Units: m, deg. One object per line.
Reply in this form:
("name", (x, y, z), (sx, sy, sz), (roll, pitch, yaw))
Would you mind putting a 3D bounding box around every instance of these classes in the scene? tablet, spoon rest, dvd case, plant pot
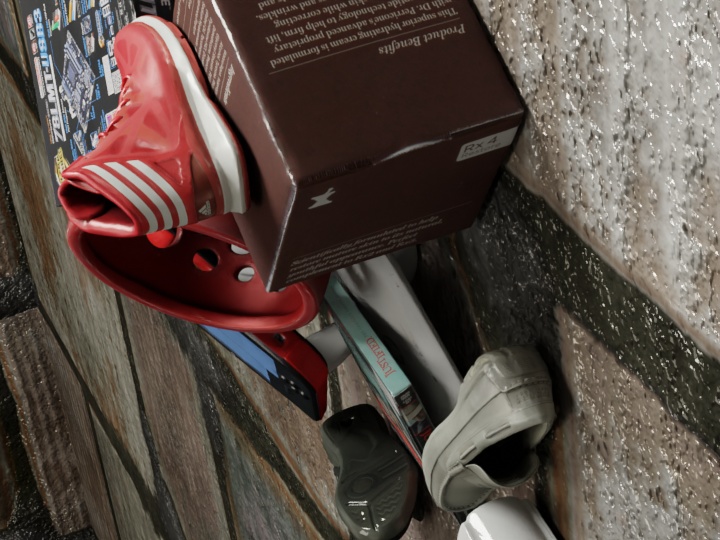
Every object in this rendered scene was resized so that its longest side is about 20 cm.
("tablet", (0.038, 0.060, 1.409), (0.201, 0.014, 0.130), (61, 163, -14))
("spoon rest", (0.000, 0.000, 1.496), (0.099, 0.060, 0.201), (46, 142, 22))
("dvd case", (0.034, 0.112, 1.460), (0.146, 0.022, 0.200), (54, 175, 46))
("plant pot", (-0.103, -0.072, 1.384), (0.201, 0.199, 0.183), (112, 175, -65))

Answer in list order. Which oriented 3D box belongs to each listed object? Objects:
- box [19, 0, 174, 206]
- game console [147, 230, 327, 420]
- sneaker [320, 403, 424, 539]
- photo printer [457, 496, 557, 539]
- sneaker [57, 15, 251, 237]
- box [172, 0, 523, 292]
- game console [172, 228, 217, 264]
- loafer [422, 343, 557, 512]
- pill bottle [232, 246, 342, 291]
("box", (-0.219, -0.172, 1.564), (0.198, 0.049, 0.201), (-19, 79, 55))
("game console", (-0.109, 0.048, 1.544), (0.200, 0.031, 0.177), (39, 164, 10))
("sneaker", (0.021, 0.203, 1.570), (0.115, 0.076, 0.200), (65, 177, -21))
("photo printer", (0.139, 0.289, 1.327), (0.167, 0.069, 0.200), (89, 156, -45))
("sneaker", (-0.158, -0.097, 1.206), (0.200, 0.115, 0.079), (-127, 24, -47))
("box", (-0.018, -0.126, 1.223), (0.164, 0.165, 0.201), (112, 138, -63))
("game console", (-0.167, -0.092, 1.689), (0.178, 0.031, 0.200), (69, -169, 12))
("loafer", (0.092, 0.128, 1.299), (0.200, 0.070, 0.070), (106, 146, -56))
("pill bottle", (-0.079, -0.079, 1.556), (0.114, 0.114, 0.201), (-151, 45, -66))
